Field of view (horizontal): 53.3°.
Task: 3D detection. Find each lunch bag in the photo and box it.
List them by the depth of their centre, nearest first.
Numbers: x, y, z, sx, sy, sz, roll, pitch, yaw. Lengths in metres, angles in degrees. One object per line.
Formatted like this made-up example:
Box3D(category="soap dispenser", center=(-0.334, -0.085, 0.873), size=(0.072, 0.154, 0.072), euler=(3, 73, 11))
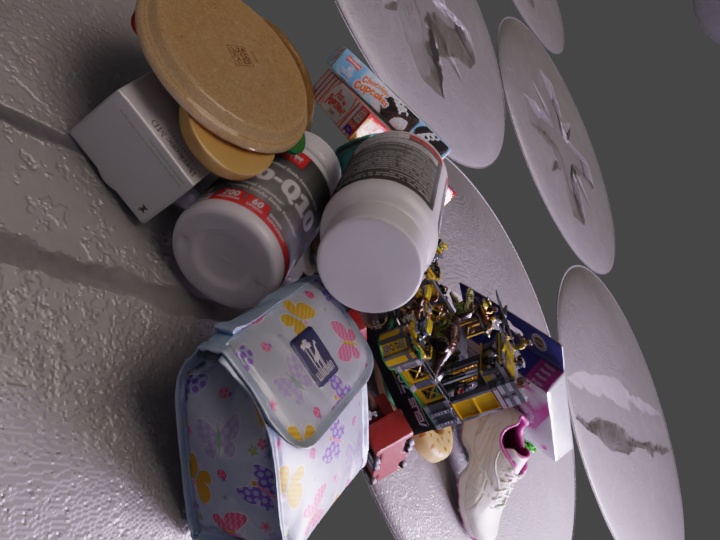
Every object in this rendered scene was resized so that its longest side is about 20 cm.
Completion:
Box3D(category="lunch bag", center=(-0.068, 0.122, 0.631), size=(0.169, 0.126, 0.202), euler=(-34, 126, -59))

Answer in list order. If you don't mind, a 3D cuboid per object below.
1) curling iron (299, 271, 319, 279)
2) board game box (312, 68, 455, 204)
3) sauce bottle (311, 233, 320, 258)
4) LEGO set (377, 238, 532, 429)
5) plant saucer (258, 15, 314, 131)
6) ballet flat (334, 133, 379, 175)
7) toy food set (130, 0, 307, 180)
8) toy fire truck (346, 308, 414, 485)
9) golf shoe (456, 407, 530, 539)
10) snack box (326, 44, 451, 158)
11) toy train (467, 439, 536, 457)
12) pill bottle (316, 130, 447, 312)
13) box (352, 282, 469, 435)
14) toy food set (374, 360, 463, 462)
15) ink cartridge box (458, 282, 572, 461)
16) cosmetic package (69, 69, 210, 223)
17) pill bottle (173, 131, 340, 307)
Box3D(category="curling iron", center=(0.000, 0.000, 0.870), size=(0.199, 0.025, 0.050), euler=(-25, 123, -32))
Box3D(category="board game box", center=(0.031, -0.177, 1.000), size=(0.200, 0.046, 0.152), euler=(34, 15, -42))
Box3D(category="sauce bottle", center=(0.024, -0.013, 0.950), size=(0.199, 0.066, 0.067), euler=(22, 54, -45))
Box3D(category="LEGO set", center=(0.105, 0.054, 0.725), size=(0.155, 0.115, 0.200), euler=(60, 24, -17))
Box3D(category="plant saucer", center=(-0.117, -0.246, 0.907), size=(0.200, 0.035, 0.202), euler=(34, 46, -44))
Box3D(category="ballet flat", center=(-0.008, -0.116, 0.879), size=(0.067, 0.200, 0.071), euler=(-11, 93, -18))
Box3D(category="toy food set", center=(-0.126, -0.188, 0.680), size=(0.201, 0.049, 0.198), euler=(52, 35, -6))
Box3D(category="toy fire truck", center=(0.002, 0.142, 0.776), size=(0.142, 0.048, 0.200), euler=(59, -15, 24))
Box3D(category="golf shoe", center=(0.184, 0.278, 0.979), size=(0.075, 0.091, 0.202), euler=(0, 91, -45))
Box3D(category="snack box", center=(0.038, -0.237, 1.022), size=(0.200, 0.037, 0.116), euler=(40, 11, -18))
Box3D(category="toy train", center=(0.221, 0.274, 1.125), size=(0.199, 0.042, 0.057), euler=(9, 55, -55))
Box3D(category="pill bottle", center=(0.023, -0.053, 0.706), size=(0.114, 0.113, 0.200), euler=(56, 25, -20))
Box3D(category="box", center=(0.067, 0.076, 0.834), size=(0.162, 0.049, 0.200), euler=(68, 21, -6))
Box3D(category="toy food set", center=(0.082, 0.139, 0.964), size=(0.200, 0.048, 0.199), euler=(-35, 103, -57))
Box3D(category="ink cartridge box", center=(0.201, 0.139, 0.992), size=(0.043, 0.196, 0.201), euler=(-33, 128, -19))
Box3D(category="cosmetic package", center=(-0.174, -0.148, 0.713), size=(0.108, 0.084, 0.200), euler=(53, 33, -17))
Box3D(category="pill bottle", center=(-0.096, -0.064, 0.742), size=(0.114, 0.113, 0.200), euler=(56, 34, -20))
